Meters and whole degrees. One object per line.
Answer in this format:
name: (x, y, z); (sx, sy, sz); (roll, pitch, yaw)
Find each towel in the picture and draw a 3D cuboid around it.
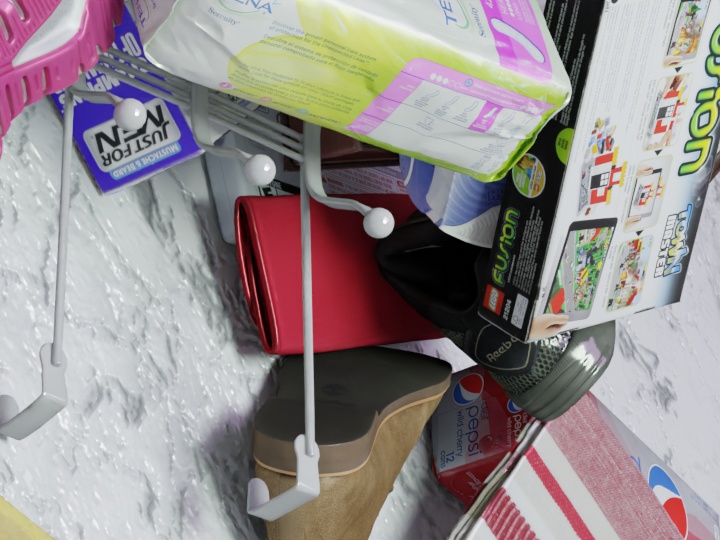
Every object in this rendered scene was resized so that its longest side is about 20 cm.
towel: (0.086, 0.170, 1.385); (0.144, 0.023, 0.200); (55, 53, -24)

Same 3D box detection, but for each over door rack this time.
over door rack: (-0.062, -0.011, 1.191); (0.148, 0.067, 0.200); (23, 64, -35)

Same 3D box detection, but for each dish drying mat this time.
dish drying mat: (0.000, 0.000, 1.401); (0.200, 0.018, 0.077); (-4, 81, -59)

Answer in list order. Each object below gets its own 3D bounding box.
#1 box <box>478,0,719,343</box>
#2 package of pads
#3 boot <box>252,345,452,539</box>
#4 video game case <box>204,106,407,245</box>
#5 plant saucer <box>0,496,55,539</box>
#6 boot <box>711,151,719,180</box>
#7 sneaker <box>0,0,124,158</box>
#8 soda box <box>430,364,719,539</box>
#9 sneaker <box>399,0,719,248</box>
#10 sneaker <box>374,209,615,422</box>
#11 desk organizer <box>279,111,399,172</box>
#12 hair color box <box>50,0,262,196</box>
box: (0.121, -0.070, 1.303); (0.110, 0.035, 0.200); (-13, 124, -42)
package of pads: (-0.013, -0.128, 1.222); (0.200, 0.068, 0.155); (18, 39, -34)
boot: (-0.007, 0.084, 1.333); (0.200, 0.074, 0.076); (-41, 136, -68)
video game case: (-0.026, -0.082, 1.456); (0.200, 0.022, 0.182); (18, 54, -56)
plant saucer: (-0.109, 0.208, 1.034); (0.200, 0.048, 0.200); (44, 34, -37)
boot: (0.160, -0.051, 1.650); (0.200, 0.064, 0.187); (-31, 138, -63)
sneaker: (-0.177, -0.077, 1.109); (0.200, 0.088, 0.081); (-49, 143, -41)
soda box: (0.117, 0.120, 1.509); (0.200, 0.070, 0.063); (42, 38, -41)
sneaker: (0.079, -0.081, 1.379); (0.199, 0.081, 0.115); (-15, 43, -42)
sneaker: (0.070, -0.017, 1.427); (0.114, 0.076, 0.199); (41, 27, -16)
desk organizer: (0.002, -0.151, 1.369); (0.072, 0.077, 0.200); (-4, 89, -27)
hair color box: (-0.117, -0.146, 1.285); (0.200, 0.065, 0.109); (61, 28, -9)
